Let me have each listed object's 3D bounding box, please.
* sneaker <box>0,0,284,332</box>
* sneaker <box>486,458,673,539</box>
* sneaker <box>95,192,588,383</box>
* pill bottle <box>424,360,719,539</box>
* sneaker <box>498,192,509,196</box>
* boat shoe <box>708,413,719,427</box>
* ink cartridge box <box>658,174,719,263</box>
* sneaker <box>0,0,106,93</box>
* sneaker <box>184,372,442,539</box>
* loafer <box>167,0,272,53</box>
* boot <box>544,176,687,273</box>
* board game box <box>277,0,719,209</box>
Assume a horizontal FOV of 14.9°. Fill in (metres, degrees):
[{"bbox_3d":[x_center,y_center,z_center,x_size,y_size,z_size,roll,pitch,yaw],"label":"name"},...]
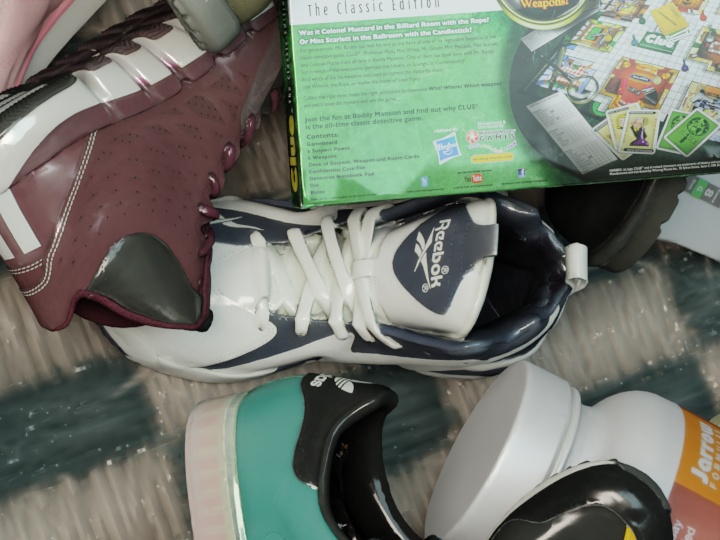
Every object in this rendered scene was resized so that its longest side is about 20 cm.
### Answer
[{"bbox_3d":[-0.066,-0.040,1.059,0.200,0.075,0.116,-32,106,-33],"label":"sneaker"},{"bbox_3d":[0.044,0.158,1.035,0.070,0.090,0.200,43,106,-1],"label":"sneaker"},{"bbox_3d":[0.000,0.000,1.090,0.198,0.130,0.080,11,71,-20],"label":"sneaker"},{"bbox_3d":[0.132,0.119,1.122,0.199,0.112,0.113,28,67,-10],"label":"pill bottle"},{"bbox_3d":[-0.017,-0.091,1.153,0.084,0.073,0.200,-35,95,0],"label":"sneaker"},{"bbox_3d":[0.240,0.058,1.212,0.199,0.065,0.074,-25,85,-27],"label":"boat shoe"},{"bbox_3d":[0.182,-0.076,1.192,0.199,0.050,0.162,28,100,-13],"label":"ink cartridge box"},{"bbox_3d":[-0.160,-0.107,1.057,0.075,0.105,0.201,14,56,29],"label":"sneaker"},{"bbox_3d":[-0.005,0.135,0.972,0.071,0.079,0.201,2,74,-67],"label":"sneaker"},{"bbox_3d":[-0.061,-0.156,1.039,0.069,0.200,0.075,-30,133,3],"label":"loafer"},{"bbox_3d":[0.063,-0.116,1.102,0.157,0.079,0.213,11,92,-13],"label":"boot"},{"bbox_3d":[0.068,-0.083,1.053,0.199,0.023,0.106,-4,96,-12],"label":"board game box"}]
